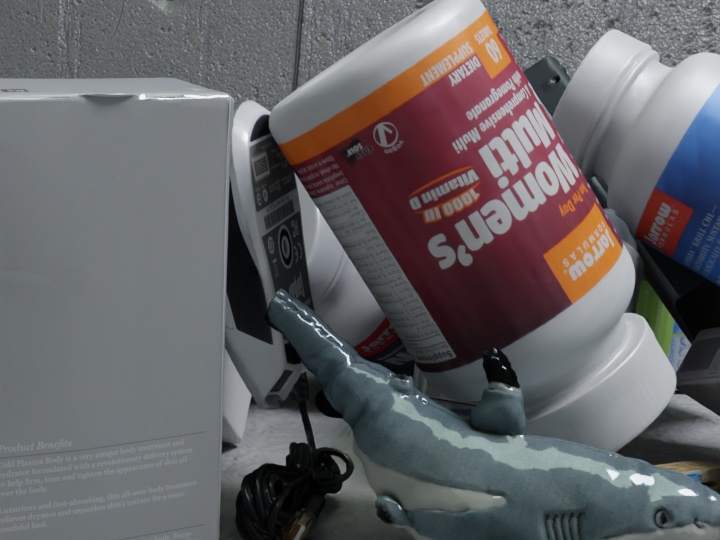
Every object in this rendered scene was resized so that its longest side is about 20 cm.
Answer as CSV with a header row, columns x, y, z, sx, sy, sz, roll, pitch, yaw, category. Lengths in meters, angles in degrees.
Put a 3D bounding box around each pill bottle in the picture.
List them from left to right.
x,y,z,sx,sy,sz,roll,pitch,yaw,category
0.000,0.000,0.872,0.119,0.121,0.199,13,-3,39,pill bottle
0.054,-0.013,0.609,0.109,0.201,0.110,-32,10,6,pill bottle
0.207,-0.051,0.757,0.199,0.113,0.112,31,18,17,pill bottle

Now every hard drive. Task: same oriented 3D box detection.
x,y,z,sx,sy,sz,roll,pitch,yaw,category
0.181,-0.034,0.896,0.140,0.033,0.201,45,14,-55,hard drive

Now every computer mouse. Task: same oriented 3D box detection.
x,y,z,sx,sy,sz,roll,pitch,yaw,category
-0.047,0.024,0.627,0.043,0.202,0.110,-6,10,16,computer mouse

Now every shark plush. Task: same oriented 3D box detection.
x,y,z,sx,sy,sz,roll,pitch,yaw,category
0.049,0.070,0.565,0.200,0.084,0.091,39,19,25,shark plush

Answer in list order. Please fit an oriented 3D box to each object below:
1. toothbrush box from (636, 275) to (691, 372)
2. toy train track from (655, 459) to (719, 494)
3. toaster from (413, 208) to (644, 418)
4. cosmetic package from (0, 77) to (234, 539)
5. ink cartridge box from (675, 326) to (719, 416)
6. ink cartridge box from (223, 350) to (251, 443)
x,y,z,sx,sy,sz,roll,pitch,yaw,category
0.203,0.032,1.033,0.198,0.087,0.146,1,11,-19,toothbrush box
0.129,0.116,0.675,0.114,0.033,0.199,4,1,41,toy train track
0.092,0.033,0.753,0.113,0.130,0.200,7,-6,16,toaster
-0.116,0.021,0.566,0.106,0.202,0.090,-2,10,-28,cosmetic package
0.280,0.085,0.732,0.175,0.045,0.200,31,-9,-1,ink cartridge box
-0.160,0.024,0.719,0.198,0.085,0.146,7,-19,9,ink cartridge box
